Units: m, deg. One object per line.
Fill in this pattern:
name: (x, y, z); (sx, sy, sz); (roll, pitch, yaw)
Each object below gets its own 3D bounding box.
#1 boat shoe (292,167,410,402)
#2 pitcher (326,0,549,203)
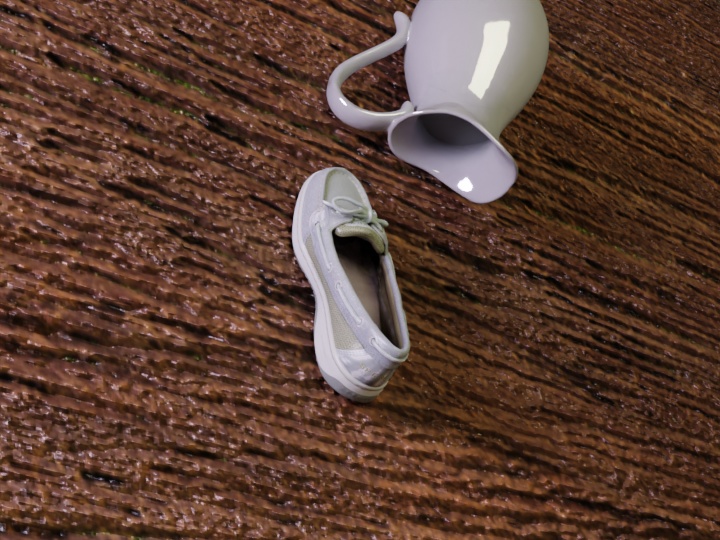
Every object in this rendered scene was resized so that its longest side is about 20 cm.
boat shoe: (-0.001, 0.000, 1.468); (0.074, 0.065, 0.202); (23, 42, -30)
pitcher: (0.068, -0.172, 1.677); (0.171, 0.121, 0.200); (23, 51, -8)
